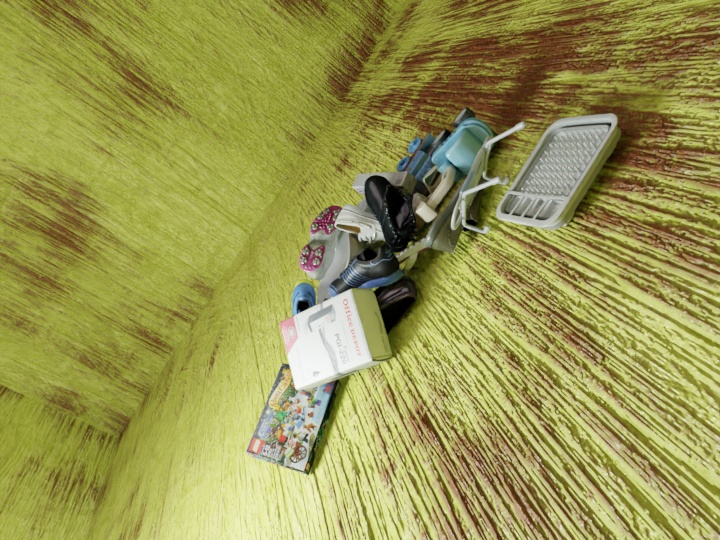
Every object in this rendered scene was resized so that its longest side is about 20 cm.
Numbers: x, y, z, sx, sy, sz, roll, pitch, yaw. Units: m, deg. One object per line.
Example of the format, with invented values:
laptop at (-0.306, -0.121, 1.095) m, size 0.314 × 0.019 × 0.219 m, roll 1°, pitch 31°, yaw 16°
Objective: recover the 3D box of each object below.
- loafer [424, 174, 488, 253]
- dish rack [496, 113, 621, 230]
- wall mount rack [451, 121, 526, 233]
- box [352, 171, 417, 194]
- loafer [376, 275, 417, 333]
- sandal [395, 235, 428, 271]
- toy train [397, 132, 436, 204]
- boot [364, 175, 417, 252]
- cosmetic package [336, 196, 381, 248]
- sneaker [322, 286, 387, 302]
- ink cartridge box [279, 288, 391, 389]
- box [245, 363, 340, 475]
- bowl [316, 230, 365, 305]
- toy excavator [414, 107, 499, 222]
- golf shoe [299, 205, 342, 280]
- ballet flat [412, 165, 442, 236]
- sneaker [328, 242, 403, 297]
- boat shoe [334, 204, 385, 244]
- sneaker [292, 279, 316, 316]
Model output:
loafer at (0.200, -0.110, 1.083) m, size 0.201 × 0.069 × 0.075 m, roll -53°, pitch -9°, yaw -18°
dish rack at (0.317, -0.150, 0.888) m, size 0.202 × 0.043 × 0.171 m, roll -58°, pitch 20°, yaw 0°
wall mount rack at (0.224, -0.163, 0.971) m, size 0.175 × 0.073 × 0.202 m, roll 74°, pitch -141°, yaw -62°
box at (0.055, -0.210, 1.346) m, size 0.198 × 0.038 × 0.042 m, roll 9°, pitch 70°, yaw 53°
loafer at (0.041, 0.098, 1.133) m, size 0.200 × 0.071 × 0.063 m, roll -49°, pitch 26°, yaw 16°
sandal at (0.108, -0.024, 1.169) m, size 0.201 × 0.050 × 0.082 m, roll -33°, pitch -2°, yaw 33°
toy train at (0.139, -0.239, 1.369) m, size 0.202 × 0.086 × 0.114 m, roll -55°, pitch 29°, yaw 3°
boot at (0.062, -0.138, 1.194) m, size 0.072 × 0.202 × 0.163 m, roll -19°, pitch -12°, yaw -4°
cosmetic package at (-0.006, -0.096, 1.466) m, size 0.200 × 0.101 × 0.075 m, roll -43°, pitch 23°, yaw 36°
sneaker at (-0.023, 0.080, 1.217) m, size 0.201 × 0.111 × 0.073 m, roll -52°, pitch -3°, yaw 15°
ink cartridge box at (-0.052, 0.138, 1.111) m, size 0.198 × 0.084 × 0.148 m, roll -25°, pitch 74°, yaw 27°
box at (-0.137, 0.306, 1.167) m, size 0.134 × 0.038 × 0.203 m, roll 10°, pitch 60°, yaw 18°
bowl at (-0.039, 0.020, 1.380) m, size 0.202 × 0.074 × 0.201 m, roll -62°, pitch 17°, yaw 24°
toy excavator at (0.189, -0.212, 1.140) m, size 0.194 × 0.099 × 0.201 m, roll -44°, pitch 14°, yaw 32°
golf shoe at (-0.091, -0.069, 1.399) m, size 0.074 × 0.092 × 0.202 m, roll 14°, pitch 65°, yaw 22°
ballet flat at (0.154, -0.175, 1.265) m, size 0.202 × 0.063 × 0.069 m, roll -57°, pitch 20°, yaw 4°
sneaker at (0.000, 0.000, 1.162) m, size 0.198 × 0.079 × 0.070 m, roll -18°, pitch 13°, yaw 40°
boat shoe at (0.023, -0.093, 1.322) m, size 0.198 × 0.071 × 0.070 m, roll 25°, pitch 70°, yaw 26°
sneaker at (-0.144, 0.122, 1.409) m, size 0.079 × 0.064 × 0.203 m, roll -92°, pitch 4°, yaw -51°
